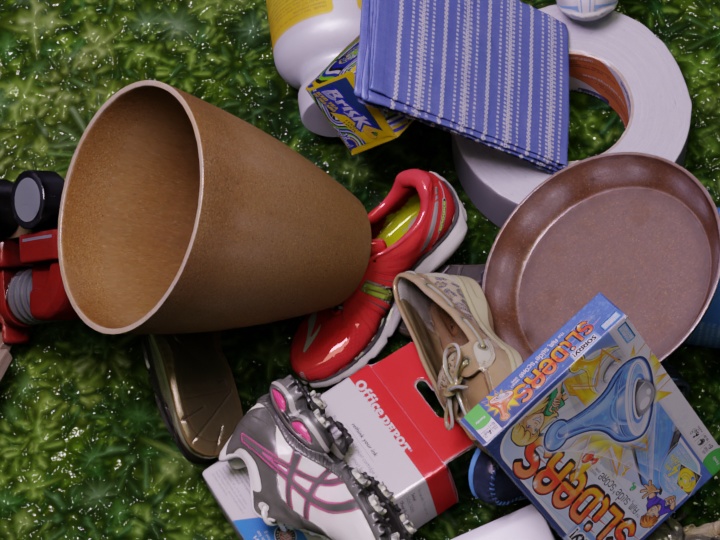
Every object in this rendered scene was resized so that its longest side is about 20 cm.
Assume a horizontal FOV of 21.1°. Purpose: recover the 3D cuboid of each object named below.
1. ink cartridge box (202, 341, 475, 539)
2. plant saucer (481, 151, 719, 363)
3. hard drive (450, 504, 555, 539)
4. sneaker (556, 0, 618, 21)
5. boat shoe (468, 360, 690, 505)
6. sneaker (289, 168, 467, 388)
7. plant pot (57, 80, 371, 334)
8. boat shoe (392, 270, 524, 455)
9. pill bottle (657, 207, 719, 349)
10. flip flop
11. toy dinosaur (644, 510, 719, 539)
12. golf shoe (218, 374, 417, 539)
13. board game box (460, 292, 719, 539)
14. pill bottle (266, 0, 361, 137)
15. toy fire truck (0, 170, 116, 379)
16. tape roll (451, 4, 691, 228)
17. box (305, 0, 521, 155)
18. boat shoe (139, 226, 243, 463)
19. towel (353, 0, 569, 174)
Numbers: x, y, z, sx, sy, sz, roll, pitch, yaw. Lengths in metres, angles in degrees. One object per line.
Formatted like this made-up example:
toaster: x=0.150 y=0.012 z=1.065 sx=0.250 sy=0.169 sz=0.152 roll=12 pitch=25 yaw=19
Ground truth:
ink cartridge box: x=-0.006 y=0.157 z=1.501 sx=0.200 sy=0.067 sz=0.116 roll=-32 pitch=56 yaw=-9
plant saucer: x=0.188 y=0.005 z=1.482 sx=0.200 sy=0.034 sz=0.201 roll=-15 pitch=57 yaw=25
hard drive: x=0.069 y=0.275 z=1.458 sx=0.200 sy=0.025 sz=0.132 roll=-24 pitch=66 yaw=4
sneaker: x=0.198 y=-0.284 z=1.655 sx=0.072 sy=0.073 sz=0.200 roll=4 pitch=34 yaw=4
boat shoe: x=0.170 y=0.116 z=1.481 sx=0.200 sy=0.084 sz=0.069 roll=-36 pitch=42 yaw=-24
sneaker: x=0.000 y=0.000 z=1.555 sx=0.077 sy=0.085 sz=0.200 roll=32 pitch=84 yaw=39
plant pot: x=-0.095 y=-0.030 z=1.463 sx=0.200 sy=0.186 sz=0.187 roll=12 pitch=58 yaw=-39
boat shoe: x=0.072 y=0.069 z=1.457 sx=0.063 sy=0.073 sz=0.200 roll=15 pitch=25 yaw=-23
pill bottle: x=0.333 y=0.013 z=1.523 sx=0.199 sy=0.112 sz=0.113 roll=7 pitch=67 yaw=8
flip flop: x=0.121 y=0.036 z=1.565 sx=0.199 sy=0.058 sz=0.081 roll=-1 pitch=59 yaw=22
toy dinosaur: x=0.195 y=0.198 z=1.490 sx=0.199 sy=0.047 sz=0.088 roll=-14 pitch=72 yaw=2
golf shoe: x=-0.026 y=0.172 z=1.422 sx=0.088 sy=0.077 sz=0.200 roll=-42 pitch=53 yaw=5
board game box: x=0.172 y=0.123 z=1.395 sx=0.135 sy=0.200 sz=0.034 roll=-43 pitch=42 yaw=-1
pill bottle: x=-0.024 y=-0.220 z=1.657 sx=0.112 sy=0.112 sz=0.200 roll=-9 pitch=65 yaw=1
toy fire truck: x=-0.269 y=0.026 z=1.549 sx=0.176 sy=0.128 sz=0.201 roll=-6 pitch=87 yaw=45
tape roll: x=0.175 y=-0.122 z=1.622 sx=0.200 sy=0.066 sz=0.201 roll=-2 pitch=67 yaw=4
box: x=0.046 y=-0.184 z=1.581 sx=0.070 sy=0.064 sz=0.200 roll=54 pitch=52 yaw=-17
boat shoe: x=-0.144 y=0.057 z=1.530 sx=0.072 sy=0.066 sz=0.201 roll=-5 pitch=71 yaw=-31
towel: x=0.084 y=-0.167 z=1.545 sx=0.200 sy=0.024 sz=0.145 roll=18 pitch=62 yaw=-29
